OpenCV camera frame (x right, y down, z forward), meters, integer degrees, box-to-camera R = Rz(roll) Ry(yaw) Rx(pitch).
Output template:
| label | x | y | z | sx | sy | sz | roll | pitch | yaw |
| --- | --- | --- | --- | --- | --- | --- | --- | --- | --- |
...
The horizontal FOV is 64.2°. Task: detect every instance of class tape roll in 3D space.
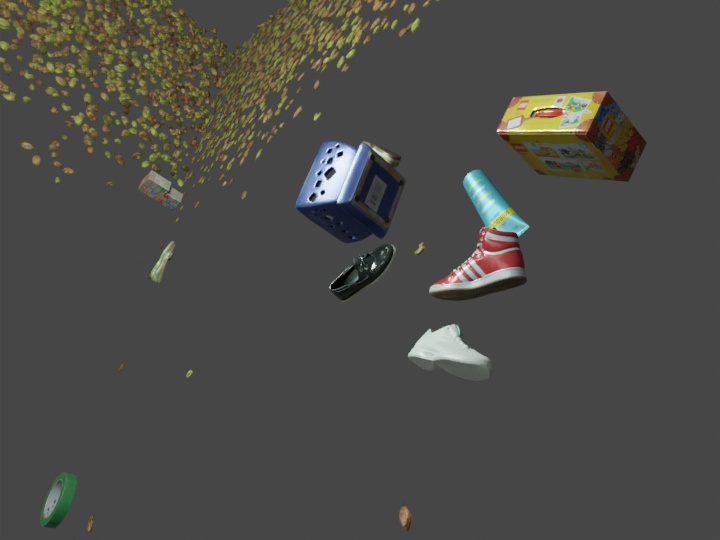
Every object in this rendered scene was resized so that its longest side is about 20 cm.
| label | x | y | z | sx | sy | sz | roll | pitch | yaw |
| --- | --- | --- | --- | --- | --- | --- | --- | --- | --- |
| tape roll | -1.203 | 0.915 | 2.288 | 0.199 | 0.048 | 0.203 | -33 | 42 | 35 |

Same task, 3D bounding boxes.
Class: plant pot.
| label | x | y | z | sx | sy | sz | roll | pitch | yaw |
| --- | --- | --- | --- | --- | --- | --- | --- | --- | --- |
| plant pot | -0.012 | -0.195 | 1.439 | 0.178 | 0.199 | 0.203 | 5 | 68 | 47 |

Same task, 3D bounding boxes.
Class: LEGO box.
| label | x | y | z | sx | sy | sz | roll | pitch | yaw |
| --- | --- | --- | --- | --- | --- | --- | --- | --- | --- |
| LEGO box | 0.364 | -0.232 | 1.003 | 0.199 | 0.148 | 0.078 | 21 | 81 | 56 |

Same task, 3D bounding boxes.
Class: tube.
| label | x | y | z | sx | sy | sz | roll | pitch | yaw |
| --- | --- | --- | --- | --- | --- | --- | --- | --- | --- |
| tube | 0.266 | -0.123 | 1.150 | 0.078 | 0.050 | 0.202 | -51 | 39 | 29 |

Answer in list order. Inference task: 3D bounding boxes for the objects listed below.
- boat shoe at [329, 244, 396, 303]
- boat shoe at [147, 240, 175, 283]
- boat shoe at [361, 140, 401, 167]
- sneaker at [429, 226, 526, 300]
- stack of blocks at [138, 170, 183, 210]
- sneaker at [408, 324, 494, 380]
| label | x | y | z | sx | sy | sz | roll | pitch | yaw |
| --- | --- | --- | --- | --- | --- | --- | --- | --- | --- |
| boat shoe | -0.001 | -0.002 | 1.383 | 0.199 | 0.066 | 0.075 | -38 | 38 | 29 |
| boat shoe | -0.891 | -0.039 | 2.614 | 0.073 | 0.063 | 0.203 | -19 | 43 | 60 |
| boat shoe | 0.049 | -0.295 | 1.557 | 0.077 | 0.071 | 0.200 | -68 | 24 | 12 |
| sneaker | 0.216 | -0.013 | 1.086 | 0.198 | 0.071 | 0.115 | -16 | 66 | 37 |
| stack of blocks | -1.001 | -0.403 | 2.898 | 0.114 | 0.199 | 0.059 | -28 | 41 | 36 |
| sneaker | 0.170 | 0.141 | 1.051 | 0.199 | 0.075 | 0.089 | 3 | 55 | 55 |
